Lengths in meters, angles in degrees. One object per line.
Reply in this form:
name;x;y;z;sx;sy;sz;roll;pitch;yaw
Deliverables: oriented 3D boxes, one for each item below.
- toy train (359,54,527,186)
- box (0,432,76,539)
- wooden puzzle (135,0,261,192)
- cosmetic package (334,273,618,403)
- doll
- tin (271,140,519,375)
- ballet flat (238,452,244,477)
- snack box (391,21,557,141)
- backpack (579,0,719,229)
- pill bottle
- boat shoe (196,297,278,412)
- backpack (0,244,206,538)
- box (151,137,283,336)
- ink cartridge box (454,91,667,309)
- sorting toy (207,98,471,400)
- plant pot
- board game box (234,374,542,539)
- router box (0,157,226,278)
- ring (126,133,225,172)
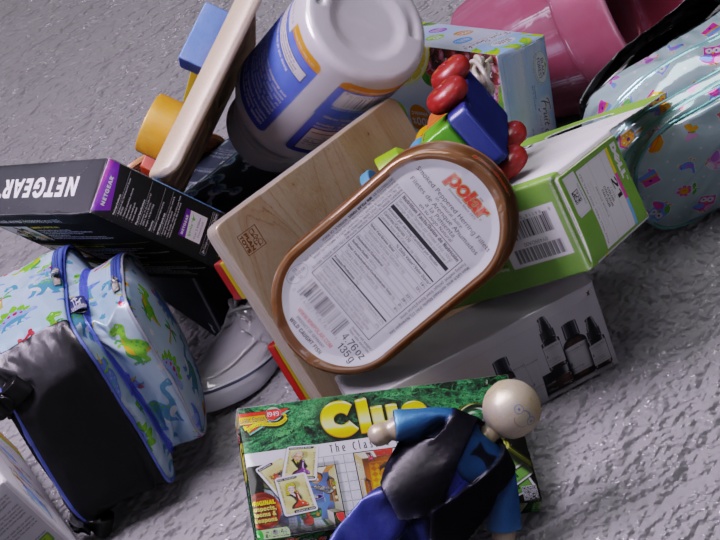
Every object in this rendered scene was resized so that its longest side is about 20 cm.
toy train;0.060;-0.102;1.281;0.116;0.085;0.200;-39;12;16
box;-0.314;0.186;1.300;0.112;0.101;0.200;-42;33;-6
wooden puzzle;-0.141;-0.145;1.401;0.186;0.046;0.200;-65;3;-11
cosmetic package;0.088;0.075;1.241;0.200;0.083;0.051;-28;30;-6
doll;0.051;0.156;1.099;0.200;0.136;0.048;-52;15;-4
tin;0.023;-0.006;1.185;0.200;0.112;0.042;-41;4;17
ballet flat;-0.012;0.158;1.197;0.200;0.064;0.067;7;42;40
snack box;0.083;-0.129;1.472;0.068;0.169;0.200;-26;28;-34
backpack;0.281;-0.129;1.366;0.200;0.167;0.127;-29;35;3
pill bottle;-0.038;-0.161;1.391;0.112;0.112;0.200;-47;5;-35
boat shoe;-0.087;0.040;1.429;0.073;0.065;0.200;10;45;42
backpack;-0.214;0.074;1.337;0.147;0.183;0.200;-28;31;-1
box;-0.097;-0.046;1.531;0.200;0.107;0.148;-35;33;-18
ink cartridge box;0.151;-0.057;1.277;0.148;0.076;0.200;-17;12;42
sorting toy;-0.006;0.001;1.319;0.199;0.200;0.070;-38;13;-29
plant pot;0.192;-0.226;1.557;0.179;0.200;0.200;-22;26;33
board game box;0.018;0.132;1.157;0.199;0.023;0.105;-7;54;-9
router box;-0.207;-0.041;1.376;0.200;0.149;0.051;1;71;50
ring;-0.209;-0.064;1.581;0.200;0.201;0.019;-34;73;-18
